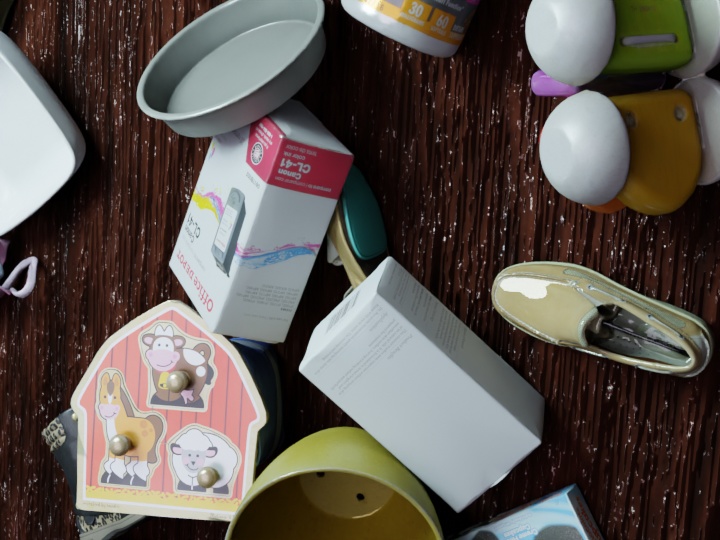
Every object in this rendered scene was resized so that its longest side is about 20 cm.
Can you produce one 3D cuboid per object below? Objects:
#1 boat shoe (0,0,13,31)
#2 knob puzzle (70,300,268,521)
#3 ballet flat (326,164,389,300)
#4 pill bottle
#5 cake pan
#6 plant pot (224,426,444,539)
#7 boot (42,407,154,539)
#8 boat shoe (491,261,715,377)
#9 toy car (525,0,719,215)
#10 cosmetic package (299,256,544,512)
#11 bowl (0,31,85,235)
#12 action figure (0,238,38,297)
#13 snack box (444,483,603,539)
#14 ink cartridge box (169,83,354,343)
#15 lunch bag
[{"bbox_3d":[-0.446,-0.313,1.194,0.068,0.075,0.203,26,109,18],"label":"boat shoe"},{"bbox_3d":[-0.183,0.130,0.971,0.215,0.030,0.225,0,89,10],"label":"knob puzzle"},{"bbox_3d":[0.000,0.000,0.983,0.062,0.068,0.203,-25,83,34],"label":"ballet flat"},{"bbox_3d":[0.069,-0.296,0.880,0.115,0.116,0.203,33,111,22],"label":"pill bottle"},{"bbox_3d":[-0.117,-0.196,0.974,0.197,0.202,0.037,-4,135,30],"label":"cake pan"},{"bbox_3d":[-0.017,0.228,0.960,0.196,0.142,0.204,2,113,4],"label":"plant pot"},{"bbox_3d":[-0.273,0.213,1.163,0.199,0.073,0.153,-34,79,34],"label":"boot"},{"bbox_3d":[0.195,0.039,0.871,0.197,0.076,0.073,14,103,28],"label":"boat shoe"},{"bbox_3d":[0.199,-0.143,0.819,0.149,0.172,0.204,179,83,-66],"label":"toy car"},{"bbox_3d":[0.057,0.102,0.915,0.200,0.081,0.113,43,115,-10],"label":"cosmetic package"},{"bbox_3d":[-0.413,-0.162,1.169,0.198,0.075,0.201,-31,104,29],"label":"bowl"},{"bbox_3d":[-0.479,0.034,1.262,0.146,0.135,0.202,15,124,-16],"label":"action figure"},{"bbox_3d":[0.138,0.289,0.955,0.198,0.037,0.118,-31,81,29],"label":"snack box"},{"bbox_3d":[-0.099,-0.055,0.990,0.148,0.084,0.203,46,118,51],"label":"ink cartridge box"},{"bbox_3d":[-0.178,0.143,1.052,0.196,0.132,0.139,-5,88,10],"label":"lunch bag"}]
